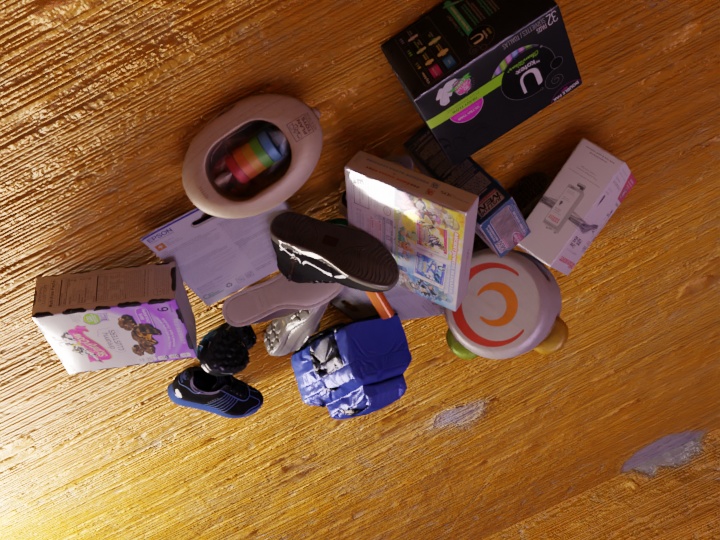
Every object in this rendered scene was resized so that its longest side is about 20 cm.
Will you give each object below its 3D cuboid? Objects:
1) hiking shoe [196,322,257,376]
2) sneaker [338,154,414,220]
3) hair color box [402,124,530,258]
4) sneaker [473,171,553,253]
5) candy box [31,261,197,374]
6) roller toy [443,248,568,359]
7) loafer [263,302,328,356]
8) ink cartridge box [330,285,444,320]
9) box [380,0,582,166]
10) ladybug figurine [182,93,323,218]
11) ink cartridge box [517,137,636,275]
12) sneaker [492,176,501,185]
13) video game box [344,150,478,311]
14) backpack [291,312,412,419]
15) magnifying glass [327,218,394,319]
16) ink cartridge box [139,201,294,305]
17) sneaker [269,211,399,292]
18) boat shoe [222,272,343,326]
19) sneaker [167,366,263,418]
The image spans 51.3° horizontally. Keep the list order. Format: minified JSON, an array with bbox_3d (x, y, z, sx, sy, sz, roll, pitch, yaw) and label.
[{"bbox_3d":[-0.227,0.135,1.212,0.086,0.075,0.200,-28,-175,9],"label":"hiking shoe"},{"bbox_3d":[0.074,-0.099,1.112,0.199,0.076,0.115,17,144,-10],"label":"sneaker"},{"bbox_3d":[0.150,-0.118,1.072,0.060,0.200,0.100,-40,143,5],"label":"hair color box"},{"bbox_3d":[0.256,-0.083,1.291,0.200,0.071,0.075,-37,143,18],"label":"sneaker"},{"bbox_3d":[-0.355,0.073,1.109,0.198,0.072,0.168,-7,145,-4],"label":"candy box"},{"bbox_3d":[0.246,0.054,1.276,0.199,0.184,0.140,-5,177,25],"label":"roller toy"},{"bbox_3d":[-0.099,0.080,1.303,0.069,0.070,0.200,2,144,-39],"label":"loafer"},{"bbox_3d":[0.046,0.035,1.323,0.199,0.044,0.196,-9,151,27],"label":"ink cartridge box"},{"bbox_3d":[0.154,-0.264,0.963,0.199,0.125,0.149,-33,143,10],"label":"box"},{"bbox_3d":[-0.134,-0.149,0.964,0.199,0.072,0.136,-29,104,8],"label":"ladybug figurine"},{"bbox_3d":[0.355,-0.099,1.242,0.201,0.083,0.146,-57,154,10],"label":"ink cartridge box"},{"bbox_3d":[0.145,-0.090,1.229,0.199,0.074,0.082,-27,150,21],"label":"sneaker"},{"bbox_3d":[0.068,-0.052,1.039,0.047,0.181,0.201,-49,154,-32],"label":"video game box"},{"bbox_3d":[-0.027,0.180,1.351,0.162,0.169,0.199,-1,163,-42],"label":"backpack"},{"bbox_3d":[0.000,0.000,1.215,0.079,0.022,0.201,-15,124,29],"label":"magnifying glass"},{"bbox_3d":[-0.191,-0.050,1.105,0.199,0.041,0.200,-27,144,4],"label":"ink cartridge box"},{"bbox_3d":[-0.036,-0.009,1.087,0.075,0.199,0.106,-57,164,-29],"label":"sneaker"},{"bbox_3d":[-0.123,0.040,1.204,0.199,0.072,0.060,-20,177,-6],"label":"boat shoe"},{"bbox_3d":[-0.252,0.222,1.387,0.199,0.070,0.078,16,135,-40],"label":"sneaker"}]
